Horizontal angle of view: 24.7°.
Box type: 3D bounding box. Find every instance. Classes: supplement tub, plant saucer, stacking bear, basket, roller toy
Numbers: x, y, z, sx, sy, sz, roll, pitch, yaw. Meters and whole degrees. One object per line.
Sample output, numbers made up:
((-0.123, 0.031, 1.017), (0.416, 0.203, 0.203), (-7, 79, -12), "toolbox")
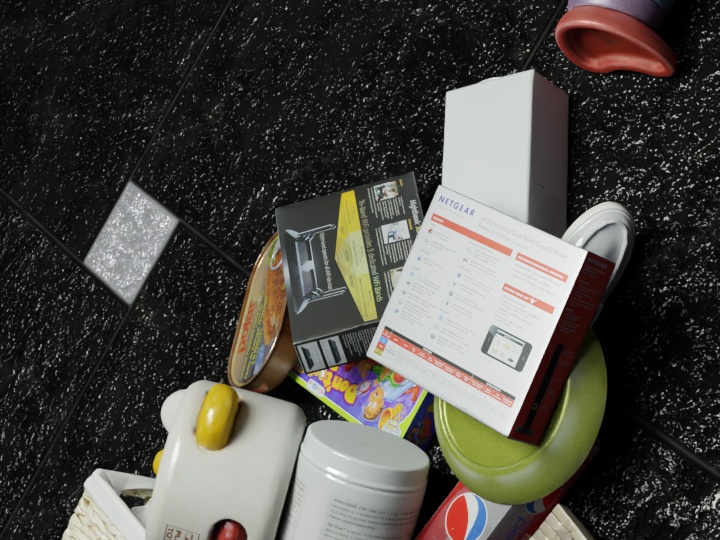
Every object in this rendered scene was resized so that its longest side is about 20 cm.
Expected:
((-0.016, 0.263, 1.606), (0.131, 0.131, 0.202), (26, 105, 43), "supplement tub")
((0.138, 0.115, 1.532), (0.199, 0.031, 0.202), (-16, 65, 39), "plant saucer")
((0.272, -0.309, 1.629), (0.121, 0.113, 0.202), (10, 75, 41), "stacking bear")
((-0.225, 0.326, 1.784), (0.200, 0.135, 0.124), (41, 104, 41), "basket")
((-0.140, 0.208, 1.640), (0.138, 0.200, 0.185), (15, 85, 0), "roller toy")

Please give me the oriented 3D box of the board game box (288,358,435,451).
((0.017, 0.093, 1.727), (0.199, 0.045, 0.135), (32, 95, 42), "board game box")

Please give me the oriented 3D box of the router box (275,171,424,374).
((0.000, 0.000, 1.699), (0.155, 0.053, 0.201), (-14, 46, 5), "router box")

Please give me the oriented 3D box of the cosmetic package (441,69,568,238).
((0.146, -0.090, 1.666), (0.112, 0.081, 0.202), (-8, 67, 37), "cosmetic package")

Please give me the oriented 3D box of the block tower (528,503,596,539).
((0.150, 0.313, 1.525), (0.201, 0.058, 0.054), (-53, 49, 14), "block tower")

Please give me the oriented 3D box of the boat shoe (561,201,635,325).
((0.200, 0.030, 1.563), (0.201, 0.072, 0.069), (-53, 17, 11), "boat shoe")

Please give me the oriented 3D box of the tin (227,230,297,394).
((-0.093, 0.043, 1.807), (0.112, 0.042, 0.202), (-25, 44, 49), "tin")

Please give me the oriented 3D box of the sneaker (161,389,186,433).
((-0.170, 0.178, 1.822), (0.199, 0.088, 0.076), (26, 92, 43), "sneaker")

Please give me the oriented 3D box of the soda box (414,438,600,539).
((0.138, 0.215, 1.565), (0.201, 0.063, 0.070), (-53, 47, 10), "soda box")

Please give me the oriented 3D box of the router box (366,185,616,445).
((0.117, 0.038, 1.521), (0.199, 0.049, 0.181), (28, 96, 44), "router box")
